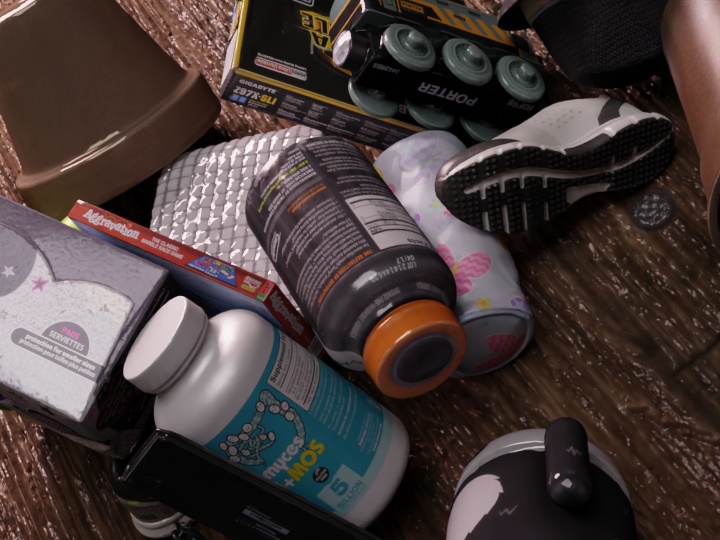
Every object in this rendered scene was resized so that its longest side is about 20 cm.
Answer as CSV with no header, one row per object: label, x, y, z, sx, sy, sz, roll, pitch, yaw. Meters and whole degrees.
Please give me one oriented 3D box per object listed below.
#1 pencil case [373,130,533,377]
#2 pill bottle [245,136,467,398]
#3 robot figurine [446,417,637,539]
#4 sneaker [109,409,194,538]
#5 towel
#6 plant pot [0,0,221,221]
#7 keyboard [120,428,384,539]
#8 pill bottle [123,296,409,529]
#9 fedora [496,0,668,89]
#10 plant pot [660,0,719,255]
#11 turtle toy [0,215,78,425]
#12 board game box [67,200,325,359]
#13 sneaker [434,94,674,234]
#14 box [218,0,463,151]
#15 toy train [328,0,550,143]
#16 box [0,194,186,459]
pencil case,0.067,-0.016,1.068,0.091,0.083,0.200,-29,51,13
pill bottle,0.000,0.000,0.985,0.106,0.106,0.200,-36,49,3
robot figurine,0.111,0.185,0.860,0.150,0.125,0.200,-35,18,24
sneaker,-0.115,0.125,1.070,0.200,0.087,0.074,-39,50,0
towel,-0.089,-0.018,1.153,0.165,0.086,0.201,-9,56,19
plant pot,-0.253,-0.166,1.228,0.200,0.175,0.200,-28,20,11
keyboard,-0.075,0.181,0.968,0.127,0.200,0.021,-49,15,44
pill bottle,-0.069,0.102,0.976,0.111,0.200,0.111,-43,23,24
fedora,0.212,-0.200,1.078,0.200,0.201,0.092,-22,84,13
plant pot,0.307,-0.125,0.952,0.200,0.200,0.199,-24,45,12
turtle toy,-0.271,0.034,1.160,0.200,0.146,0.101,-58,26,-15
board game box,-0.124,0.008,1.034,0.200,0.103,0.019,22,70,31
sneaker,0.141,-0.086,1.057,0.199,0.074,0.080,-15,35,-23
box,-0.012,-0.191,1.163,0.049,0.199,0.160,131,151,-52
toy train,0.064,-0.175,1.113,0.085,0.199,0.114,-50,39,43
box,-0.246,0.035,1.032,0.200,0.115,0.132,23,73,16
